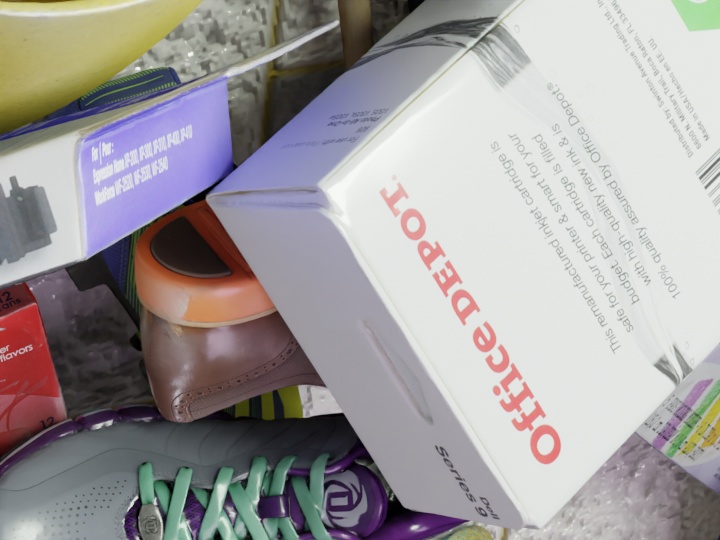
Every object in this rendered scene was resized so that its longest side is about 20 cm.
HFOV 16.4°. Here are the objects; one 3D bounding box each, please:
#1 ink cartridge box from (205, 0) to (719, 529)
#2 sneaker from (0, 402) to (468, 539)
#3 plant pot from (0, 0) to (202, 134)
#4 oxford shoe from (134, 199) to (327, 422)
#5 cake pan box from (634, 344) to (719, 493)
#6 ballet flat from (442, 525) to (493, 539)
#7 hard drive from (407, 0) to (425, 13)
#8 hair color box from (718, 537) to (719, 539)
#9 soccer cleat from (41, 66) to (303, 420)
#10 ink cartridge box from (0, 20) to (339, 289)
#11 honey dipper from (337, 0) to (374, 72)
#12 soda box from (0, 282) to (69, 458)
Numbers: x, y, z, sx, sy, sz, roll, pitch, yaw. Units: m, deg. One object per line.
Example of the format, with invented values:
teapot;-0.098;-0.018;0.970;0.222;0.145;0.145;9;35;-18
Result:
ink cartridge box;0.065;-0.029;0.873;0.200;0.084;0.146;-42;111;-26
sneaker;-0.042;0.079;0.909;0.199;0.087;0.075;-8;88;-30
plant pot;-0.133;-0.116;0.751;0.199;0.201;0.142;-8;153;-28
oxford shoe;0.000;0.000;0.936;0.199;0.071;0.073;-17;126;-32
cake pan box;0.186;0.006;1.081;0.184;0.052;0.200;-45;157;3
ballet flat;0.030;0.186;1.090;0.200;0.070;0.071;-46;147;-43
hard drive;0.089;-0.104;0.990;0.139;0.033;0.201;-27;134;-12
hair color box;0.222;0.133;1.189;0.100;0.061;0.200;-22;150;-21
soccer cleat;-0.056;0.004;0.957;0.083;0.065;0.200;-33;134;0
ink cartridge box;-0.106;-0.023;0.785;0.199;0.198;0.044;-19;96;12
honey dipper;-0.002;-0.111;0.925;0.038;0.038;0.201;-23;135;-15
soda box;-0.210;0.056;0.902;0.199;0.063;0.070;-24;134;-16
